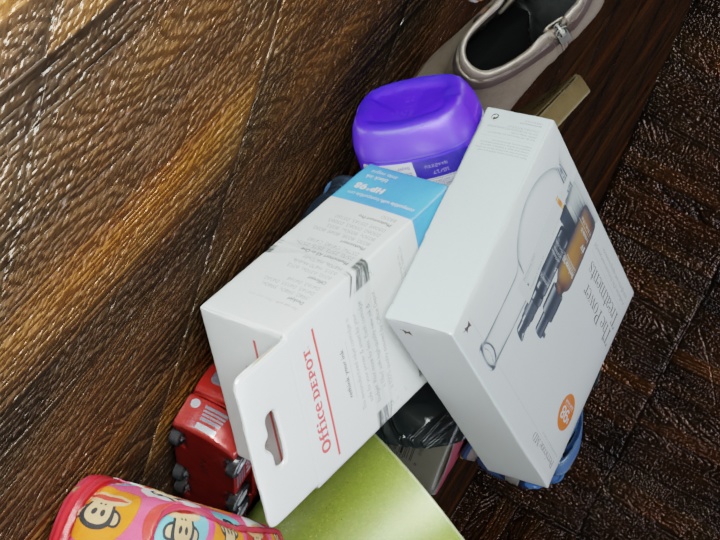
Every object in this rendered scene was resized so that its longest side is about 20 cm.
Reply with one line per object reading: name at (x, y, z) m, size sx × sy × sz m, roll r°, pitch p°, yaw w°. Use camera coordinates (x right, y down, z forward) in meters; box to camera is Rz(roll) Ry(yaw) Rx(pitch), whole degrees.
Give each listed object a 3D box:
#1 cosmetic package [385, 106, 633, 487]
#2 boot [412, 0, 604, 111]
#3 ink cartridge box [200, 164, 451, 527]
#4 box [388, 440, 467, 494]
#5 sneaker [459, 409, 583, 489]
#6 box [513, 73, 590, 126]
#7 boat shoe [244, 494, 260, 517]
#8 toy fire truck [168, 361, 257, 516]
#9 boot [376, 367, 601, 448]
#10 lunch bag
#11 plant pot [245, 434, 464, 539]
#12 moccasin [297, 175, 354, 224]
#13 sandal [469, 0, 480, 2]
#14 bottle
cosmetic package at (0.097, 0.021, 1.195) m, size 0.151 × 0.051 × 0.200 m, roll -62°, pitch 146°, yaw -20°
boot at (0.078, -0.132, 1.265) m, size 0.200 × 0.070 × 0.146 m, roll -47°, pitch 178°, yaw 6°
ink cartridge box at (-0.022, 0.041, 1.139) m, size 0.200 × 0.066 × 0.116 m, roll -41°, pitch 135°, yaw -35°
box at (0.062, 0.066, 1.666) m, size 0.200 × 0.127 × 0.109 m, roll -56°, pitch 170°, yaw -33°
sneaker at (0.152, 0.122, 1.583) m, size 0.074 × 0.082 × 0.200 m, roll -53°, pitch 180°, yaw -27°
box at (0.076, -0.074, 1.428) m, size 0.163 × 0.021 × 0.200 m, roll -31°, pitch -173°, yaw 27°
boat shoe at (-0.040, 0.117, 1.440) m, size 0.201 × 0.072 × 0.072 m, roll -64°, pitch 164°, yaw 9°
toy fire truck at (-0.067, 0.089, 1.270) m, size 0.141 × 0.049 × 0.200 m, roll -59°, pitch 169°, yaw -23°
boot at (0.071, 0.076, 1.428) m, size 0.162 × 0.197 × 0.074 m, roll -173°, pitch -108°, yaw -77°
lunch bag at (-0.119, 0.214, 1.084) m, size 0.200 × 0.081 × 0.177 m, roll 39°, pitch 65°, yaw -67°
plant pot at (-0.033, 0.229, 1.324) m, size 0.200 × 0.187 × 0.187 m, roll -38°, pitch 166°, yaw -10°
moccasin at (0.000, 0.000, 1.289) m, size 0.200 × 0.080 × 0.069 m, roll 90°, pitch 22°, yaw -71°
sandal at (0.142, -0.268, 1.356) m, size 0.207 × 0.059 × 0.079 m, roll -62°, pitch 171°, yaw -4°
bottle at (0.060, -0.028, 1.245) m, size 0.065 × 0.083 × 0.201 m, roll -75°, pitch 149°, yaw -49°
